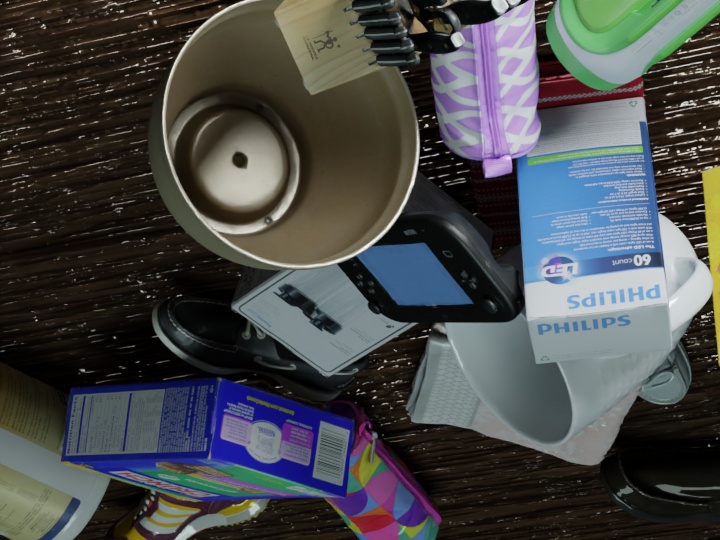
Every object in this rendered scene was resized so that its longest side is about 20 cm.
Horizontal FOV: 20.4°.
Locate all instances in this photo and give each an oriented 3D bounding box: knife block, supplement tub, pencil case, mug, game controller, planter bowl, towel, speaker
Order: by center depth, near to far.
[{"bbox_3d":[0.039,-0.187,1.348,0.175,0.200,0.064,-19,106,19],"label":"knife block"},{"bbox_3d":[0.220,-0.210,1.391,0.088,0.089,0.200,26,135,-25],"label":"speaker"},{"bbox_3d":[0.088,-0.171,1.430,0.084,0.086,0.200,-15,132,-5],"label":"pencil case"},{"bbox_3d":[-0.073,-0.091,1.497,0.200,0.200,0.135,20,164,-19],"label":"planter bowl"},{"bbox_3d":[0.043,-0.002,1.517,0.104,0.042,0.200,42,159,-22],"label":"game controller"},{"bbox_3d":[0.191,0.030,1.560,0.200,0.175,0.148,-5,116,62],"label":"mug"},{"bbox_3d":[0.156,-0.094,1.586,0.144,0.023,0.200,-6,141,8],"label":"towel"},{"bbox_3d":[0.142,0.110,1.774,0.191,0.032,0.200,13,154,1],"label":"towel"},{"bbox_3d":[-0.339,0.158,1.831,0.200,0.144,0.144,30,134,-28],"label":"supplement tub"},{"bbox_3d":[0.008,0.203,1.910,0.088,0.088,0.200,-14,139,20],"label":"pencil case"}]

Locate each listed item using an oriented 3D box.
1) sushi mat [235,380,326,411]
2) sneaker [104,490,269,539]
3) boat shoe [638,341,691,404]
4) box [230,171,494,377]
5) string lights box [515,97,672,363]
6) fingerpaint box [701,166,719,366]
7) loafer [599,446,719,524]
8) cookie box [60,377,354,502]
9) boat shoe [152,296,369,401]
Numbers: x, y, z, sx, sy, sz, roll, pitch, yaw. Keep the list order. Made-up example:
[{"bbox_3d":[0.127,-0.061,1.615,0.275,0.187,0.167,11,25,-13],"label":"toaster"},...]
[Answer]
[{"bbox_3d":[-0.136,0.117,1.808,0.200,0.012,0.096,-5,159,38],"label":"sushi mat"},{"bbox_3d":[-0.185,0.219,1.959,0.200,0.075,0.090,-27,124,23],"label":"sneaker"},{"bbox_3d":[0.223,0.065,1.738,0.074,0.065,0.202,-20,135,26],"label":"boat shoe"},{"bbox_3d":[0.000,0.000,1.664,0.117,0.060,0.200,36,133,-23],"label":"box"},{"bbox_3d":[0.170,-0.032,1.486,0.103,0.200,0.059,-6,141,8],"label":"string lights box"},{"bbox_3d":[0.336,0.034,1.587,0.073,0.200,0.167,-17,137,23],"label":"fingerpaint box"},{"bbox_3d":[0.321,0.194,1.892,0.200,0.073,0.071,9,135,-19],"label":"loafer"},{"bbox_3d":[-0.136,0.152,1.771,0.200,0.075,0.171,-7,159,44],"label":"cookie box"},{"bbox_3d":[-0.085,0.060,1.749,0.200,0.074,0.060,23,137,-26],"label":"boat shoe"}]
